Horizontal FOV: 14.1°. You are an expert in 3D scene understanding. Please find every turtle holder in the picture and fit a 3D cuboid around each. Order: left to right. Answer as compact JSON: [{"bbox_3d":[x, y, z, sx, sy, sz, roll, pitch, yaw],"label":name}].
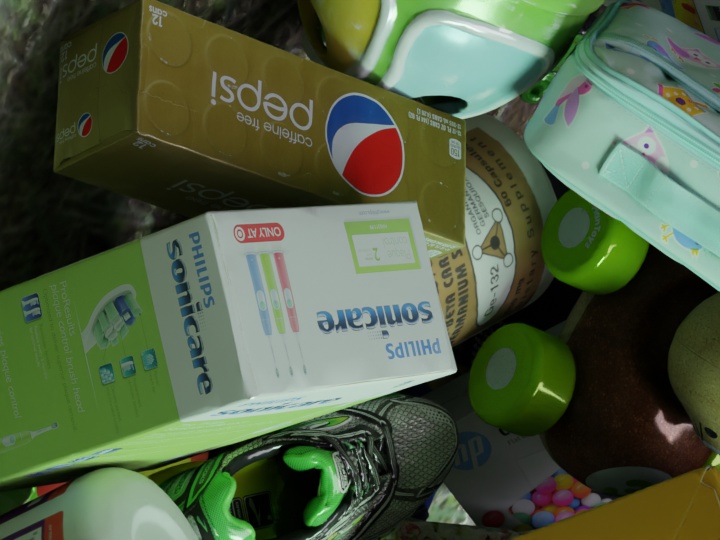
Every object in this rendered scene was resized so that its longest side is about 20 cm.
[{"bbox_3d":[0.028,-0.140,1.373,0.132,0.141,0.185,-54,160,24],"label":"turtle holder"}]

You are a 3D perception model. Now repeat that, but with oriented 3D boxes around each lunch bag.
[{"bbox_3d":[0.180,-0.045,1.392,0.077,0.200,0.160,-58,176,19],"label":"lunch bag"}]

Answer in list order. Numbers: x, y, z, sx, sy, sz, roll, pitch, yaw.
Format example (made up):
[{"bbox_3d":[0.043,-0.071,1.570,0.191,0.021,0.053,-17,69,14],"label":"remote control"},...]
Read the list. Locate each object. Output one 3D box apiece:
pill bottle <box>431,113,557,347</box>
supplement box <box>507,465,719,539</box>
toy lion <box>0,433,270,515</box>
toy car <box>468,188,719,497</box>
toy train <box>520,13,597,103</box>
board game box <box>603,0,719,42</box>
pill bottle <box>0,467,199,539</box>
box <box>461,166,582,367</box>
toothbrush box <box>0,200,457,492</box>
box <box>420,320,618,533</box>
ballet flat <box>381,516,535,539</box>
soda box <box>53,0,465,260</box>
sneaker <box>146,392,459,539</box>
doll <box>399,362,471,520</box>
[{"bbox_3d":[0.000,0.000,1.475,0.200,0.114,0.115,-27,137,-40],"label":"pill bottle"},{"bbox_3d":[0.131,0.213,1.460,0.197,0.133,0.200,-22,156,13],"label":"supplement box"},{"bbox_3d":[-0.104,0.112,1.488,0.200,0.069,0.192,-46,139,-20],"label":"toy lion"},{"bbox_3d":[0.185,0.065,1.447,0.164,0.200,0.158,22,98,-36],"label":"toy car"},{"bbox_3d":[0.160,-0.111,1.621,0.199,0.042,0.056,8,126,-38],"label":"toy train"},{"bbox_3d":[0.165,-0.176,1.471,0.040,0.200,0.153,-45,147,-20],"label":"board game box"},{"bbox_3d":[-0.168,0.176,1.329,0.199,0.113,0.112,-26,155,20],"label":"pill bottle"},{"bbox_3d":[0.170,0.015,1.716,0.200,0.123,0.199,-25,137,-40],"label":"box"},{"bbox_3d":[-0.082,0.036,1.307,0.145,0.200,0.086,-5,80,-50],"label":"toothbrush box"},{"bbox_3d":[0.143,0.116,1.628,0.156,0.041,0.200,-28,121,14],"label":"box"},{"bbox_3d":[0.032,0.173,1.598,0.064,0.199,0.076,-92,-177,-53],"label":"ballet flat"},{"bbox_3d":[-0.043,-0.057,1.334,0.200,0.064,0.068,18,64,-38],"label":"soda box"},{"bbox_3d":[-0.019,0.109,1.424,0.200,0.085,0.078,-21,92,-42],"label":"sneaker"},{"bbox_3d":[0.002,0.141,1.662,0.136,0.048,0.200,21,104,-47],"label":"doll"}]
